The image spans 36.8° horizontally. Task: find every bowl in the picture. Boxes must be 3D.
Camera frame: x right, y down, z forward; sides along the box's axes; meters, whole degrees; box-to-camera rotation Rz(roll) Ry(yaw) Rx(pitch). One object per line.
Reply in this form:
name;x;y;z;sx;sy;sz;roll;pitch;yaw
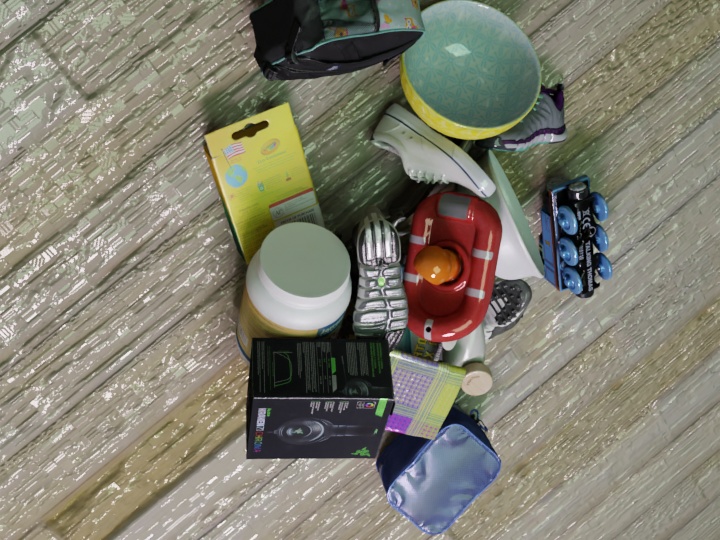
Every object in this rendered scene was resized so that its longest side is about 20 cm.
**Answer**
bowl;0.189;-0.067;1.578;0.089;0.202;0.202;-24;125;13
bowl;0.136;-0.255;1.479;0.197;0.203;0.108;-11;162;-19

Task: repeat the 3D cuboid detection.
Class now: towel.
towel;0.039;0.168;1.558;0.197;0.023;0.145;16;121;-13

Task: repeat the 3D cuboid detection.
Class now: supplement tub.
supplement tub;-0.091;0.045;1.475;0.142;0.146;0.201;-9;147;-20

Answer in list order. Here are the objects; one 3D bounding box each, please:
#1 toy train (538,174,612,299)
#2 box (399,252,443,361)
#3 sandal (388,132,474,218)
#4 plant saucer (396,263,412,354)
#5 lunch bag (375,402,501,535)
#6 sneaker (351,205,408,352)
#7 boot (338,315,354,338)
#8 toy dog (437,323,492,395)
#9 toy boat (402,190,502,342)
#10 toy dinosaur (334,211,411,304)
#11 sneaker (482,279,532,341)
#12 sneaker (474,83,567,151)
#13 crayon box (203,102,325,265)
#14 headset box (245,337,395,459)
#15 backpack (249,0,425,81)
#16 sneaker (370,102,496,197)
toy train;0.327;-0.054;1.676;0.086;0.114;0.203;-22;122;-16
box;0.083;0.083;1.639;0.157;0.048;0.203;15;95;-37
sandal;0.102;-0.158;1.557;0.054;0.082;0.200;41;101;-12
plant saucer;0.040;0.085;1.555;0.069;0.019;0.203;-15;118;-21
lunch bag;0.126;0.305;1.755;0.200;0.132;0.136;-45;108;3
sneaker;0.023;0.006;1.458;0.074;0.116;0.203;-1;118;-7
boot;0.003;0.172;1.672;0.132;0.070;0.201;-44;131;-8
toy dog;0.134;0.089;1.588;0.095;0.132;0.203;-11;106;1
toy boat;0.109;-0.004;1.450;0.130;0.129;0.204;-1;102;-65
toy dinosaur;0.000;0.000;1.558;0.076;0.102;0.203;8;108;-27
sneaker;0.220;0.055;1.670;0.090;0.067;0.200;-27;166;-30
sneaker;0.230;-0.223;1.558;0.199;0.074;0.089;-17;113;-49
crayon box;-0.131;-0.123;1.468;0.125;0.051;0.202;-22;123;-12
headset box;-0.053;0.175;1.453;0.196;0.094;0.175;2;144;-10
backpack;-0.023;-0.321;1.345;0.197;0.175;0.156;-6;86;-29
sneaker;0.098;-0.148;1.485;0.071;0.199;0.073;-52;153;1
